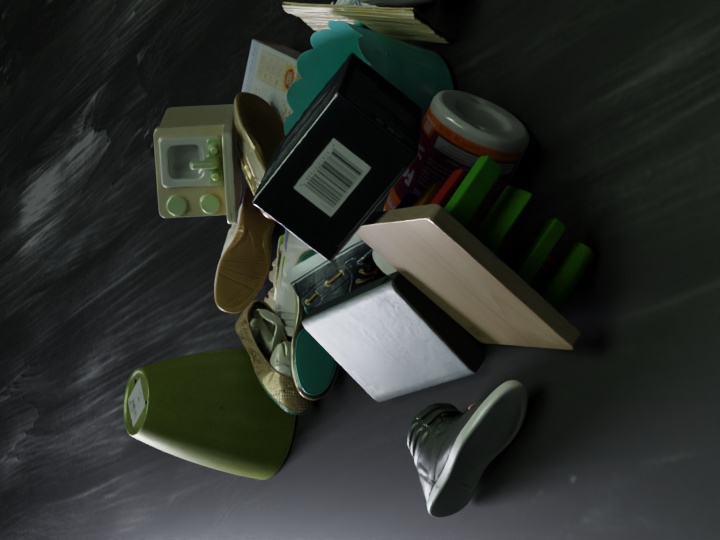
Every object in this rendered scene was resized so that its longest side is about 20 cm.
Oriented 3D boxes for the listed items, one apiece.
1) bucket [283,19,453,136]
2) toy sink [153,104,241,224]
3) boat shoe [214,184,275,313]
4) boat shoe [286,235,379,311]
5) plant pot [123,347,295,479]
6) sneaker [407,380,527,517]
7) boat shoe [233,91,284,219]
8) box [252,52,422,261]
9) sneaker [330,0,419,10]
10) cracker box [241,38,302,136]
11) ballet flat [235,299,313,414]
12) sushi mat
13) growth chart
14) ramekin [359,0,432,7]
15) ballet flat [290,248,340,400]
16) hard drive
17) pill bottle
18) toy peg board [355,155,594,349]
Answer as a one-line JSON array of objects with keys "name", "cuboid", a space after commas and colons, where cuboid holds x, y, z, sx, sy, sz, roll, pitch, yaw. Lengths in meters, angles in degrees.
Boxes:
[{"name": "bucket", "cuboid": [0.010, -0.189, 1.604, 0.207, 0.134, 0.208, -17, 70, 58]}, {"name": "toy sink", "cuboid": [-0.229, -0.149, 1.884, 0.200, 0.111, 0.131, -100, 7, -70]}, {"name": "boat shoe", "cuboid": [-0.163, -0.034, 1.946, 0.069, 0.070, 0.201, 161, 127, -78]}, {"name": "boat shoe", "cuboid": [0.000, 0.000, 1.664, 0.200, 0.071, 0.091, -30, 86, 38]}, {"name": "plant pot", "cuboid": [-0.218, 0.191, 1.852, 0.187, 0.199, 0.188, -20, 66, 57]}, {"name": "sneaker", "cuboid": [0.105, 0.164, 1.424, 0.099, 0.070, 0.200, 63, 140, 38]}, {"name": "boat shoe", "cuboid": [-0.139, -0.155, 1.814, 0.069, 0.073, 0.201, -52, 44, 37]}, {"name": "box", "cuboid": [-0.020, -0.123, 1.399, 0.148, 0.104, 0.200, -50, 10, 20]}, {"name": "sneaker", "cuboid": [0.006, -0.339, 1.714, 0.200, 0.075, 0.089, -19, 67, 57]}, {"name": "cracker box", "cuboid": [-0.107, -0.242, 1.901, 0.200, 0.057, 0.135, 36, 117, 56]}, {"name": "ballet flat", "cuboid": [-0.115, 0.110, 1.810, 0.200, 0.070, 0.066, 51, 129, 41]}, {"name": "sushi mat", "cuboid": [0.006, -0.298, 1.613, 0.199, 0.096, 0.012, 10, 83, 36]}, {"name": "growth chart", "cuboid": [-0.090, -0.002, 1.858, 0.145, 0.018, 0.201, 23, 103, 60]}, {"name": "ramekin", "cuboid": [0.037, -0.401, 1.566, 0.094, 0.201, 0.204, 174, 103, -73]}, {"name": "ballet flat", "cuboid": [-0.059, 0.073, 1.753, 0.069, 0.069, 0.201, -19, 65, 57]}, {"name": "hard drive", "cuboid": [0.034, 0.077, 1.518, 0.033, 0.140, 0.200, -52, 15, -31]}, {"name": "pill bottle", "cuboid": [0.093, -0.084, 1.460, 0.201, 0.114, 0.114, -65, 34, 26]}, {"name": "toy peg board", "cuboid": [0.123, -0.022, 1.347, 0.098, 0.200, 0.199, -53, 17, -14]}]
